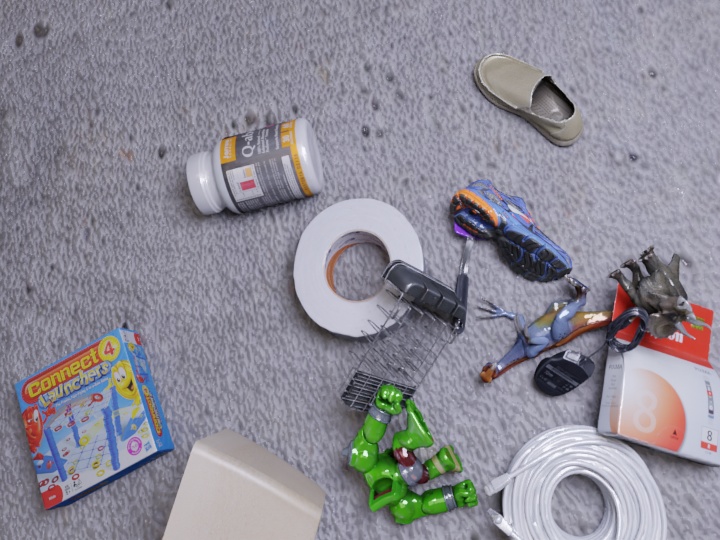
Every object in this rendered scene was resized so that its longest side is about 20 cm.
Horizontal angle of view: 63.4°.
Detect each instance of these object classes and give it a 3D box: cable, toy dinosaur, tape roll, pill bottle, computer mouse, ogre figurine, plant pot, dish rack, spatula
[{"bbox_3d":[0.279,0.305,0.745,0.199,0.069,0.201,-39,74,-2],"label":"cable"},{"bbox_3d":[0.376,0.028,0.738,0.076,0.198,0.104,-34,81,29],"label":"toy dinosaur"},{"bbox_3d":[0.000,0.000,0.868,0.193,0.066,0.207,-2,76,10],"label":"tape roll"},{"bbox_3d":[0.248,0.096,0.793,0.197,0.105,0.185,31,102,5],"label":"toy dinosaur"},{"bbox_3d":[-0.162,-0.156,0.908,0.193,0.116,0.120,-12,75,7],"label":"pill bottle"},{"bbox_3d":[0.291,0.102,0.745,0.058,0.201,0.034,33,46,-2],"label":"computer mouse"},{"bbox_3d":[0.057,0.257,0.775,0.119,0.201,0.099,-36,31,10],"label":"ogre figurine"},{"bbox_3d":[-0.145,0.343,0.761,0.172,0.200,0.206,17,80,1],"label":"plant pot"},{"bbox_3d":[0.052,0.102,0.793,0.054,0.151,0.203,40,102,48],"label":"dish rack"},{"bbox_3d":[0.156,-0.009,0.863,0.055,0.021,0.207,9,81,-6],"label":"spatula"}]

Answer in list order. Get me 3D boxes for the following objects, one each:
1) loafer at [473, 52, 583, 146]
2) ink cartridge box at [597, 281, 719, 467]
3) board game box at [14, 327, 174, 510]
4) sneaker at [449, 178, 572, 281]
[{"bbox_3d":[0.257,-0.272,0.881,0.199,0.068,0.076,40,86,16],"label":"loafer"},{"bbox_3d":[0.395,0.127,0.744,0.157,0.050,0.206,17,79,-10],"label":"ink cartridge box"},{"bbox_3d":[-0.411,0.225,0.897,0.196,0.056,0.200,-27,74,3],"label":"board game box"},{"bbox_3d":[0.226,-0.065,0.838,0.199,0.076,0.079,40,60,6],"label":"sneaker"}]
